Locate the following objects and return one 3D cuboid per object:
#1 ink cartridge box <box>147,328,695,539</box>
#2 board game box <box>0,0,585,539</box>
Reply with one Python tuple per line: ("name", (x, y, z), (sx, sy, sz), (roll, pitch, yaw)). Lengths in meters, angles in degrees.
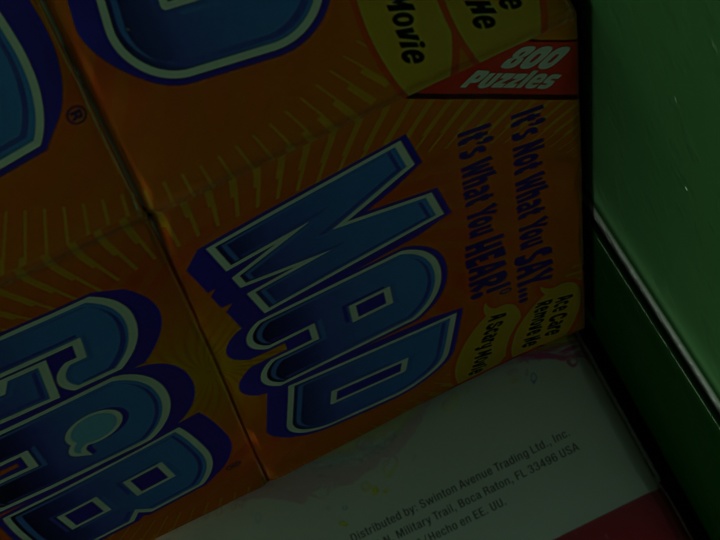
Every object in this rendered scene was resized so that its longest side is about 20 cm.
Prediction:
("ink cartridge box", (0.001, 0.059, 0.766), (0.200, 0.146, 0.083), (63, 177, 23))
("board game box", (-0.076, -0.058, 0.660), (0.200, 0.200, 0.200), (63, 175, 21))
